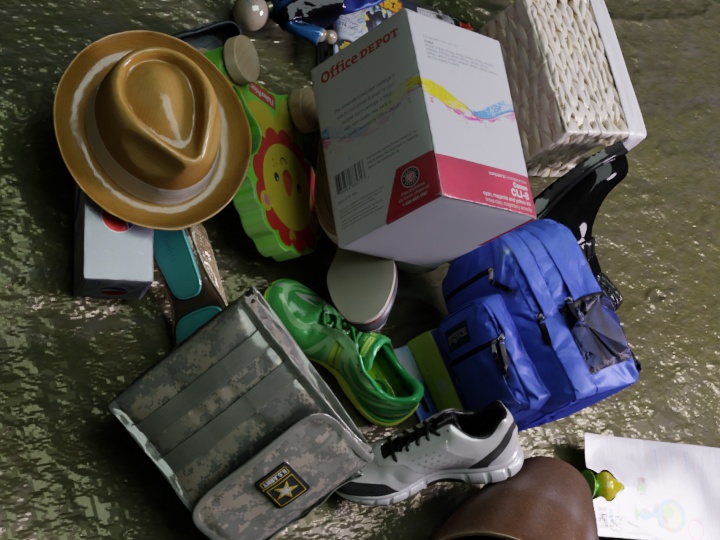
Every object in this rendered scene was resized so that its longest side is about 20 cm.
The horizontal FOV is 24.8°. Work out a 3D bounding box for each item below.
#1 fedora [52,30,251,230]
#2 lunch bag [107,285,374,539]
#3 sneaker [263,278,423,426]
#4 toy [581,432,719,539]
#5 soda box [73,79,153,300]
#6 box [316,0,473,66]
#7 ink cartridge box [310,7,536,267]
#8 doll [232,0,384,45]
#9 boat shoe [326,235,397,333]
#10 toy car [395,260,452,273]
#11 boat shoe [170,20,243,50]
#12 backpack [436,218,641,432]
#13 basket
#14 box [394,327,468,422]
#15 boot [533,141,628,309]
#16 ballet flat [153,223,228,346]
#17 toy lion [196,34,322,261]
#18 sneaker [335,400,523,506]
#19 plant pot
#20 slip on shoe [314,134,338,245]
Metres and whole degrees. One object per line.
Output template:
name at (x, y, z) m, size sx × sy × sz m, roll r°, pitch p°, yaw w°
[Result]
fedora at (-0.185, -0.140, 1.513) m, size 0.200 × 0.082 × 0.202 m, roll 5°, pitch 72°, yaw -17°
lunch bag at (-0.104, 0.145, 1.492) m, size 0.200 × 0.164 × 0.118 m, roll 52°, pitch 4°, yaw -4°
sneaker at (-0.012, 0.073, 1.658) m, size 0.200 × 0.084 × 0.074 m, roll 41°, pitch 51°, yaw -13°
toy at (0.328, 0.252, 1.848) m, size 0.199 × 0.047 × 0.116 m, roll 10°, pitch 66°, yaw -29°
soda box at (-0.235, -0.076, 1.558) m, size 0.068 × 0.063 × 0.201 m, roll 3°, pitch 72°, yaw -19°
box at (0.043, -0.251, 1.885) m, size 0.199 × 0.040 × 0.138 m, roll 16°, pitch 59°, yaw -30°
ink cartridge box at (0.059, -0.127, 1.611) m, size 0.144 × 0.145 × 0.201 m, roll 10°, pitch 63°, yaw -43°
doll at (-0.049, -0.309, 1.808) m, size 0.199 × 0.049 × 0.137 m, roll -23°, pitch 66°, yaw -17°
boat shoe at (0.000, 0.000, 1.673) m, size 0.071 × 0.063 × 0.200 m, roll -13°, pitch 39°, yaw 0°
toy car at (0.091, -0.106, 1.777) m, size 0.175 × 0.150 × 0.201 m, roll -27°, pitch 86°, yaw -42°
boat shoe at (-0.190, -0.203, 1.672) m, size 0.199 × 0.066 × 0.075 m, roll -31°, pitch 89°, yaw -41°
backpack at (0.169, 0.053, 1.688) m, size 0.167 × 0.162 × 0.201 m, roll -12°, pitch 76°, yaw -36°
basket at (0.229, -0.219, 1.945) m, size 0.123 × 0.135 × 0.201 m, roll -5°, pitch 71°, yaw -36°
box at (0.137, 0.109, 1.776) m, size 0.199 × 0.048 × 0.122 m, roll -16°, pitch 78°, yaw -41°
boot at (0.260, -0.030, 1.878) m, size 0.211 × 0.079 × 0.158 m, roll -40°, pitch 90°, yaw -5°
ballet flat at (-0.151, 0.033, 1.585) m, size 0.065 × 0.070 × 0.201 m, roll -12°, pitch 88°, yaw -70°
toy lion at (-0.099, -0.112, 1.661) m, size 0.200 × 0.068 × 0.193 m, roll 35°, pitch 48°, yaw -54°
sneaker at (0.062, 0.174, 1.621) m, size 0.199 × 0.080 × 0.074 m, roll -12°, pitch 40°, yaw -7°
plant pot at (0.165, 0.279, 1.643) m, size 0.187 × 0.187 × 0.200 m, roll 47°, pitch 35°, yaw -8°
slip on shoe at (-0.011, -0.118, 1.690) m, size 0.061 × 0.076 × 0.201 m, roll 68°, pitch 24°, yaw -55°
